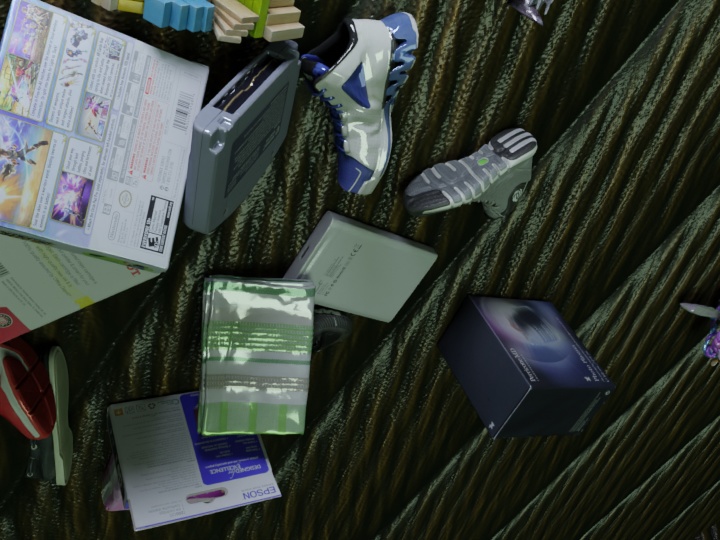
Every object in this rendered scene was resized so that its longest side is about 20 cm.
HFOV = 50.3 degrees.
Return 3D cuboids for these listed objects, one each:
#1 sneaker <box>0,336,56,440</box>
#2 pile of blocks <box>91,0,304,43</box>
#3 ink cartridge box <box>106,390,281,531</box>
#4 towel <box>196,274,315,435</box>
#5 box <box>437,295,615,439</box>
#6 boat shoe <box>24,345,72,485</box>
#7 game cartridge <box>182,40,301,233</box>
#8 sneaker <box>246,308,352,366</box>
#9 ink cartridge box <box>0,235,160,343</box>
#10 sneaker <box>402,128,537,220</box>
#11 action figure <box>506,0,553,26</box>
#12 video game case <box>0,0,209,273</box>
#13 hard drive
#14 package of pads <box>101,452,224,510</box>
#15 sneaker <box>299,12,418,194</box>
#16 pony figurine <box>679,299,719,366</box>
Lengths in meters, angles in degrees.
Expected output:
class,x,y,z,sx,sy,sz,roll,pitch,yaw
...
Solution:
class,x,y,z,sx,sy,sz,roll,pitch,yaw
sneaker,-0.437,0.118,0.866,0.114,0.079,0.203,-22,107,5
pile of blocks,-0.140,-0.258,0.702,0.196,0.083,0.063,-3,131,-28
ink cartridge box,-0.228,0.253,1.036,0.194,0.201,0.044,-5,132,-26
towel,-0.133,0.111,0.986,0.146,0.031,0.205,3,92,-15
box,0.263,0.153,1.231,0.195,0.201,0.124,4,128,-33
boat shoe,-0.403,0.185,0.966,0.065,0.075,0.203,3,122,-9
game cartridge,-0.118,-0.132,0.768,0.040,0.201,0.135,20,132,7
sneaker,-0.094,0.107,1.061,0.196,0.091,0.067,-5,133,-27
ink cartridge box,-0.326,-0.028,0.790,0.197,0.084,0.146,-22,140,-3
sneaker,0.153,-0.098,1.031,0.197,0.075,0.116,-27,140,-7
action figure,0.216,-0.374,0.816,0.128,0.070,0.202,18,115,-34
video game case,-0.244,-0.117,0.692,0.179,0.045,0.204,16,77,-30
hard drive,0.000,0.000,1.065,0.198,0.027,0.133,17,119,-39
package of pads,-0.274,0.290,1.137,0.197,0.076,0.122,6,128,-34
sneaker,-0.018,-0.191,0.848,0.113,0.081,0.203,0,122,-25
pony figurine,0.740,0.087,1.508,0.201,0.166,0.192,-54,143,2
